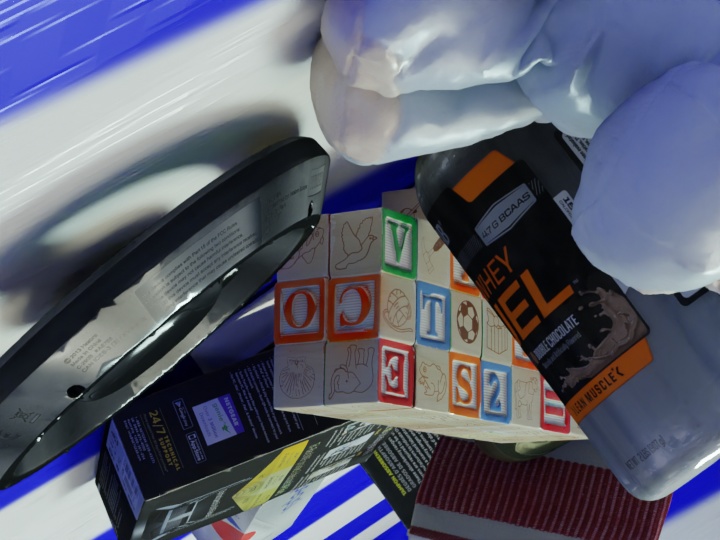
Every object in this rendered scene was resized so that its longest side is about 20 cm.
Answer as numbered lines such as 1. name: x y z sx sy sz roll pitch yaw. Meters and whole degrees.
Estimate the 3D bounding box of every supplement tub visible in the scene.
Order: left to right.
1. supplement tub: 0.106 -0.017 0.792 0.122 0.200 0.123 -34 169 -7

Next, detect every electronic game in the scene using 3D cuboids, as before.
1. electronic game: -0.090 0.018 0.746 0.200 0.042 0.200 -40 177 -3

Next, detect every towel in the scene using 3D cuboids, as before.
1. towel: 0.123 0.094 1.133 0.023 0.144 0.200 74 33 -48

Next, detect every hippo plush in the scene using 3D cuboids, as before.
1. hippo plush: 0.089 -0.056 0.669 0.159 0.161 0.200 -44 167 36

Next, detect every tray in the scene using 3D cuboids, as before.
1. tray: 0.000 0.000 1.020 0.200 0.022 0.107 -36 169 -5

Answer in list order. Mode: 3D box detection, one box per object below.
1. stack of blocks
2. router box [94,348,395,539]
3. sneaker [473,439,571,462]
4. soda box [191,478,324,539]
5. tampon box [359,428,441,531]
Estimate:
1. stack of blocks: 0.041 0.018 0.919 0.058 0.115 0.200 -6 168 34
2. router box: -0.060 0.091 1.039 0.157 0.052 0.200 -20 168 -16
3. sneaker: 0.155 0.039 1.085 0.200 0.067 0.090 -33 -174 -15
4. soda box: -0.073 0.142 1.288 0.068 0.063 0.200 -32 169 -22
5. tampon box: 0.093 0.070 1.338 0.200 0.126 0.150 -39 169 15
